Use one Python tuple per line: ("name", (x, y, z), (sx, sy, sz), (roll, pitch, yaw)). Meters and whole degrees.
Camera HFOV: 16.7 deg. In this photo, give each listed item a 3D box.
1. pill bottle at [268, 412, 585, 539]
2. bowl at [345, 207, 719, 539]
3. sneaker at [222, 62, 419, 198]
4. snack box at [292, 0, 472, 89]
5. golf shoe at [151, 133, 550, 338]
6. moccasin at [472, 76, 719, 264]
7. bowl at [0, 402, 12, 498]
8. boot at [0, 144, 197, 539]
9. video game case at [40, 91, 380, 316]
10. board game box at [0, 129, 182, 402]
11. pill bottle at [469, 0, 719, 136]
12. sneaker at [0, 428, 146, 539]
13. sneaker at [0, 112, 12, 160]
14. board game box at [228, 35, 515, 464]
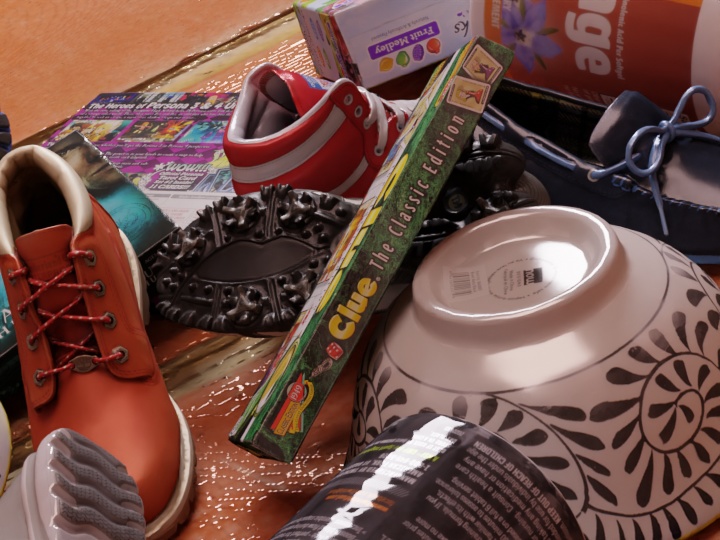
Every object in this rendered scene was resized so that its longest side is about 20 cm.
("pill bottle", (-0.011, 0.148, 0.898), (0.106, 0.106, 0.200), (10, 39, 41))
("bowl", (0.077, 0.034, 1.049), (0.200, 0.094, 0.201), (-13, 29, 7))
("sneaker", (0.012, -0.076, 1.269), (0.200, 0.113, 0.071), (-36, 31, -32))
("snack box", (0.070, -0.166, 1.423), (0.200, 0.053, 0.142), (-22, 11, -7))
("golf shoe", (0.000, 0.000, 1.187), (0.200, 0.094, 0.078), (-11, 65, 18))
("moccasin", (0.123, -0.053, 1.188), (0.200, 0.068, 0.080), (11, 31, 21))
("bowl", (-0.272, 0.084, 1.134), (0.200, 0.094, 0.201), (-15, 40, 13))
("boot", (-0.132, 0.035, 1.131), (0.075, 0.107, 0.200), (-19, 53, 0))
("video game case", (-0.110, -0.040, 1.356), (0.200, 0.036, 0.181), (2, 36, 32))
("board game box", (-0.196, 0.016, 1.267), (0.200, 0.028, 0.135), (-36, 39, -11))
("pill bottle", (0.166, -0.131, 1.265), (0.200, 0.112, 0.112), (16, 42, 31))
("sneaker", (-0.129, 0.158, 1.012), (0.082, 0.075, 0.200), (-44, 24, 24))
("sneaker", (-0.274, -0.016, 1.381), (0.200, 0.077, 0.085), (-43, 1, -13))
("board game box", (0.003, -0.007, 1.080), (0.200, 0.023, 0.105), (-61, 8, -8))
